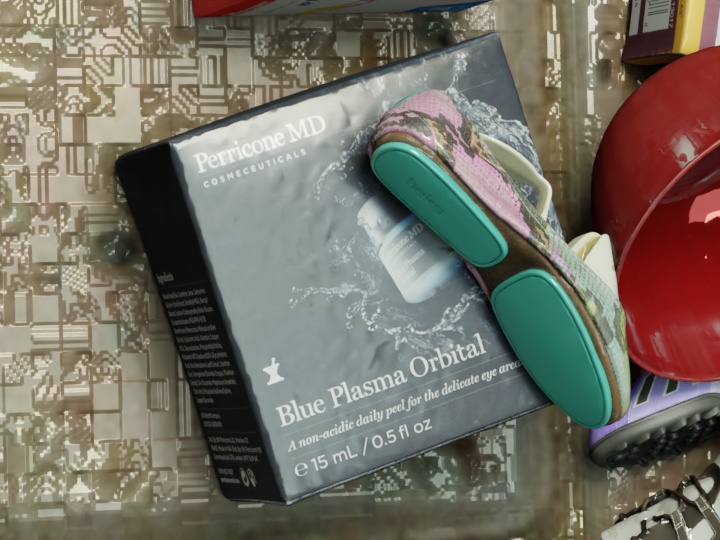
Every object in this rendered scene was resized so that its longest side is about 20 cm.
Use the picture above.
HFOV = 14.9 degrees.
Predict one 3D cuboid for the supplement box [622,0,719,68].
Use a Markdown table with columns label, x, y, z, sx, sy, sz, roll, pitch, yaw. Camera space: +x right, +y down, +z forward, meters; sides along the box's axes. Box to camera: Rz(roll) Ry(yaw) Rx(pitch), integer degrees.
| label | x | y | z | sx | sy | sz | roll | pitch | yaw |
| --- | --- | --- | --- | --- | --- | --- | --- | --- | --- |
| supplement box | 0.261 | -0.161 | 1.582 | 0.199 | 0.086 | 0.111 | 7 | 89 | -18 |

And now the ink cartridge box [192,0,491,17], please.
| label | x | y | z | sx | sy | sz | roll | pitch | yaw |
| --- | --- | --- | --- | --- | --- | --- | --- | --- | --- |
| ink cartridge box | -0.020 | -0.175 | 1.473 | 0.199 | 0.116 | 0.068 | -4 | 90 | -18 |

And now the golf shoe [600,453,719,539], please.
| label | x | y | z | sx | sy | sz | roll | pitch | yaw |
| --- | --- | --- | --- | --- | --- | --- | --- | --- | --- |
| golf shoe | 0.187 | 0.145 | 1.536 | 0.094 | 0.078 | 0.201 | 21 | 98 | -6 |

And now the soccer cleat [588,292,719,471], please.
| label | x | y | z | sx | sy | sz | roll | pitch | yaw |
| --- | --- | --- | --- | --- | --- | --- | --- | --- | --- |
| soccer cleat | 0.206 | 0.047 | 1.577 | 0.199 | 0.068 | 0.073 | -28 | 74 | -14 |

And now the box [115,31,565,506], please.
| label | x | y | z | sx | sy | sz | roll | pitch | yaw |
| --- | --- | --- | --- | --- | --- | --- | --- | --- | --- |
| box | 0.000 | 0.000 | 1.474 | 0.196 | 0.117 | 0.201 | -19 | 93 | -18 |

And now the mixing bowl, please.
| label | x | y | z | sx | sy | sz | roll | pitch | yaw |
| --- | --- | --- | --- | --- | --- | --- | --- | --- | --- |
| mixing bowl | 0.200 | -0.048 | 1.498 | 0.199 | 0.109 | 0.201 | -18 | 138 | -17 |

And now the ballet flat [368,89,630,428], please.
| label | x | y | z | sx | sy | sz | roll | pitch | yaw |
| --- | --- | --- | --- | --- | --- | --- | --- | --- | --- |
| ballet flat | 0.085 | -0.013 | 1.414 | 0.200 | 0.069 | 0.071 | 50 | 54 | -10 |
